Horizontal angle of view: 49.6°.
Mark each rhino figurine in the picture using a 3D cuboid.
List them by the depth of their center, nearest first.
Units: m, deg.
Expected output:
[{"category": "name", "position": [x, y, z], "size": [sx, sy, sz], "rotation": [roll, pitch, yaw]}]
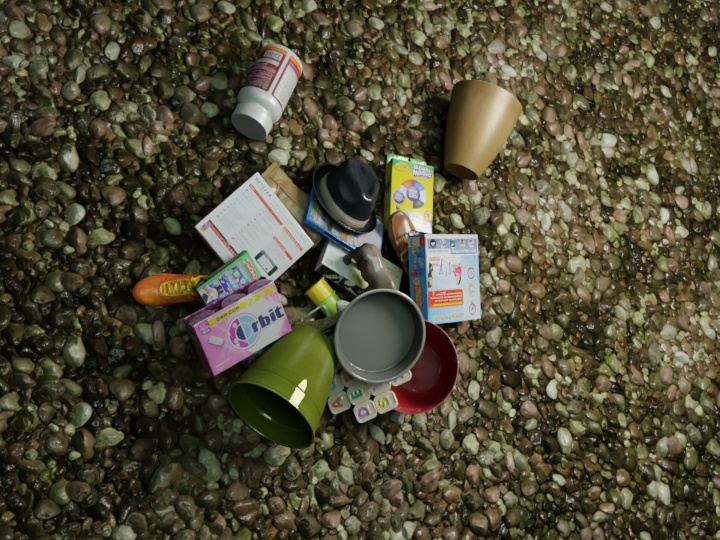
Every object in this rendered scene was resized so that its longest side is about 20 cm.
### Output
[{"category": "rhino figurine", "position": [0.040, 0.031, 1.688], "size": [0.059, 0.087, 0.202], "rotation": [-18, 74, -41]}]

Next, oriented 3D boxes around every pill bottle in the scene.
[{"category": "pill bottle", "position": [-0.216, -0.407, 1.782], "size": [0.108, 0.109, 0.203], "rotation": [28, 66, -12]}]

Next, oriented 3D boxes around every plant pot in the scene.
[{"category": "plant pot", "position": [-0.140, 0.222, 1.597], "size": [0.199, 0.200, 0.194], "rotation": [37, 52, -8]}, {"category": "plant pot", "position": [0.283, -0.337, 1.939], "size": [0.184, 0.186, 0.204], "rotation": [24, 79, -13]}]

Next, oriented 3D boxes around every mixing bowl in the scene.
[{"category": "mixing bowl", "position": [0.121, 0.211, 1.718], "size": [0.195, 0.108, 0.205], "rotation": [-2, 81, 11]}]

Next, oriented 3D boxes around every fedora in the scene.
[{"category": "fedora", "position": [-0.016, -0.185, 1.765], "size": [0.198, 0.092, 0.203], "rotation": [28, 37, -23]}]

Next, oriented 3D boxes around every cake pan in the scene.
[{"category": "cake pan", "position": [0.038, 0.133, 1.622], "size": [0.196, 0.037, 0.205], "rotation": [-3, 103, -13]}]

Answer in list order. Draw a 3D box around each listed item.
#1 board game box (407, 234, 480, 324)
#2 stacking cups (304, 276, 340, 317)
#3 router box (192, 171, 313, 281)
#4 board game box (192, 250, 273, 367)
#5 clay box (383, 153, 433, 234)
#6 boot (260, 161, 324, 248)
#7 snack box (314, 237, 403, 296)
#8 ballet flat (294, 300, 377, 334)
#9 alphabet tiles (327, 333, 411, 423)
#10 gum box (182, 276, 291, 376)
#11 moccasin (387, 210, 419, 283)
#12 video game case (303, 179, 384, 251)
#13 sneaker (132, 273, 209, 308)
[{"category": "board game box", "position": [0.195, 0.018, 1.791], "size": [0.198, 0.055, 0.201], "rotation": [-2, 90, -45]}, {"category": "stacking cups", "position": [-0.039, 0.108, 1.729], "size": [0.060, 0.060, 0.201], "rotation": [-41, 92, -26]}, {"category": "router box", "position": [-0.228, -0.074, 1.669], "size": [0.179, 0.049, 0.201], "rotation": [-41, 104, -13]}, {"category": "board game box", "position": [-0.242, 0.080, 1.624], "size": [0.134, 0.029, 0.202], "rotation": [-37, 114, -22]}, {"category": "clay box", "position": [0.117, -0.187, 1.886], "size": [0.113, 0.048, 0.205], "rotation": [9, 73, -20]}, {"category": "boot", "position": [-0.168, -0.125, 1.744], "size": [0.200, 0.066, 0.176], "rotation": [44, 64, -6]}, {"category": "snack box", "position": [0.000, 0.000, 1.766], "size": [0.198, 0.037, 0.118], "rotation": [32, 48, -15]}, {"category": "ballet flat", "position": [-0.057, 0.101, 1.675], "size": [0.197, 0.071, 0.072], "rotation": [-21, 80, 16]}, {"category": "alphabet tiles", "position": [0.004, 0.217, 1.680], "size": [0.192, 0.015, 0.203], "rotation": [-24, 77, 7]}, {"category": "gum box", "position": [-0.242, 0.107, 1.572], "size": [0.198, 0.066, 0.115], "rotation": [-30, 113, -24]}, {"category": "moccasin", "position": [0.117, -0.039, 1.802], "size": [0.072, 0.078, 0.206], "rotation": [-17, 97, -15]}, {"category": "video game case", "position": [-0.034, -0.108, 1.773], "size": [0.198, 0.018, 0.145], "rotation": [32, 40, -19]}, {"category": "sneaker", "position": [-0.370, 0.033, 1.610], "size": [0.196, 0.077, 0.075], "rotation": [-5, 78, -21]}]
